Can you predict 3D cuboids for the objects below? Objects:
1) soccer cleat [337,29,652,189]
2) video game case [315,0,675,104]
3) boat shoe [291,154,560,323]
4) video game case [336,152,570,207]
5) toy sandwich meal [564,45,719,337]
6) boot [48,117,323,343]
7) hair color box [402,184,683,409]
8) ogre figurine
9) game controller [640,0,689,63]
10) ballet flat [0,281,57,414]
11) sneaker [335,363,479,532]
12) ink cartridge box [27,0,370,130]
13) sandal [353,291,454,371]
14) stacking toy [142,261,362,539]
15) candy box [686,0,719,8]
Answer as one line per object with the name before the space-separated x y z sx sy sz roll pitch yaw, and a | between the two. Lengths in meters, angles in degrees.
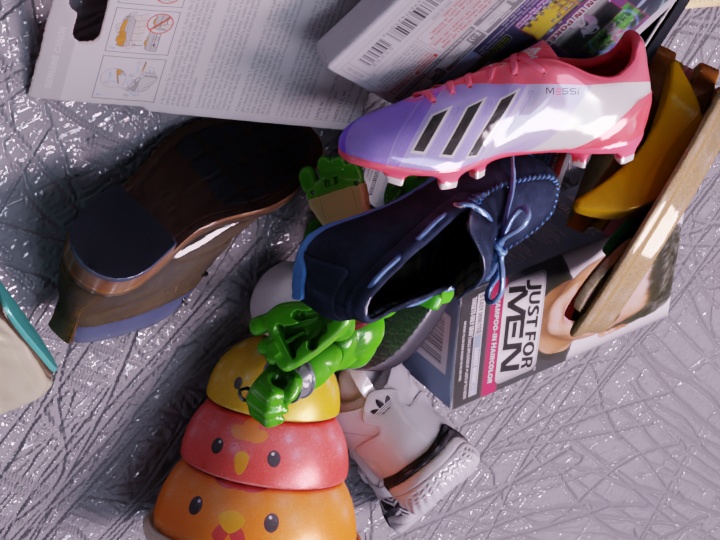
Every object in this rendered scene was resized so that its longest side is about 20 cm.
soccer cleat | 0.078 -0.095 1.389 0.199 0.067 0.077 -6 112 -24
video game case | 0.098 -0.159 1.384 0.200 0.023 0.182 -43 144 18
boat shoe | 0.050 -0.007 1.411 0.200 0.069 0.085 -29 133 -33
video game case | 0.052 -0.037 1.625 0.199 0.017 0.144 -5 123 -40
toy sandwich meal | 0.170 -0.053 1.552 0.206 0.070 0.205 -59 177 -5
boot | -0.111 -0.028 1.467 0.200 0.075 0.097 -31 164 -37
hair color box | 0.126 0.010 1.668 0.199 0.061 0.099 -22 133 -31
ogre figurine | 0.000 0.000 1.486 0.120 0.098 0.201 0 100 -67
game controller | 0.165 -0.187 1.542 0.201 0.104 0.042 -57 147 9
ballet flat | -0.231 0.015 1.378 0.069 0.069 0.200 -36 138 -14
sneaker | 0.021 0.112 1.673 0.075 0.115 0.200 -39 174 -9
ink cartridge box | -0.076 -0.157 1.361 0.199 0.050 0.161 6 137 -17
sandal | 0.050 -0.016 1.566 0.043 0.076 0.201 22 104 -52
stacking toy | -0.061 0.092 1.568 0.146 0.146 0.201 -2 103 -41
candy box | 0.253 -0.274 1.592 0.115 0.055 0.201 -10 127 -39
